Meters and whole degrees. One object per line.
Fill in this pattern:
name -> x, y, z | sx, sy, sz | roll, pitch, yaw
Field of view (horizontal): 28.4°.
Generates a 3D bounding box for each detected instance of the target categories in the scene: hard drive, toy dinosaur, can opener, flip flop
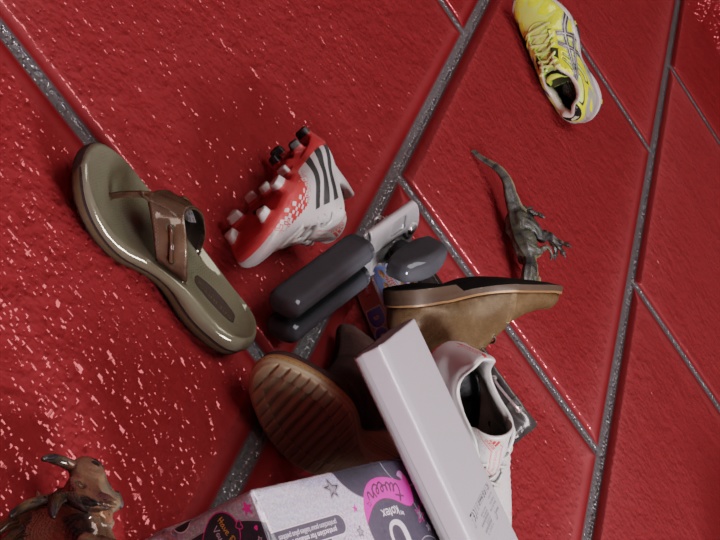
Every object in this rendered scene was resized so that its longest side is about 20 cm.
hard drive -> 0.061, 0.140, 1.050 | 0.201, 0.026, 0.132 | 64, 14, 0
toy dinosaur -> -0.149, 0.170, 0.778 | 0.136, 0.086, 0.200 | 57, -14, -3
can opener -> 0.000, 0.000, 1.195 | 0.066, 0.053, 0.200 | 29, 41, 29
toy dinosaur -> 0.191, -0.051, 1.637 | 0.088, 0.047, 0.201 | 14, 50, -46
flip flop -> -0.136, -0.020, 1.050 | 0.200, 0.057, 0.081 | 50, 30, -21

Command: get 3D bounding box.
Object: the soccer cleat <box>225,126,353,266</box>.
soccer cleat -> -0.052, -0.049, 1.193 | 0.085, 0.068, 0.200 | 48, 26, -15

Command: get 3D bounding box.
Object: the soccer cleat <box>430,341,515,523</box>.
soccer cleat -> 0.100, 0.159, 1.211 | 0.068, 0.085, 0.202 | -15, 98, -31

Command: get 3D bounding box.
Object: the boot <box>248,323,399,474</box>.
boot -> -0.019, 0.097, 1.156 | 0.200, 0.072, 0.167 | 44, 21, -27

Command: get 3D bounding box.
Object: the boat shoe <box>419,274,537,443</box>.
boat shoe -> 0.105, 0.073, 1.346 | 0.067, 0.057, 0.201 | 48, 19, -76

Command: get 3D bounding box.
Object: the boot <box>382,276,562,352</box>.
boot -> 0.104, 0.044, 1.295 | 0.199, 0.073, 0.076 | -7, 95, -35

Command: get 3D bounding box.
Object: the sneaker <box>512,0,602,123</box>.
sneaker -> 0.269, -0.296, 1.952 | 0.201, 0.075, 0.076 | 60, 28, 1

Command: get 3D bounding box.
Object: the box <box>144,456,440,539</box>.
box -> -0.033, 0.210, 0.956 | 0.199, 0.114, 0.133 | 1, 64, -59

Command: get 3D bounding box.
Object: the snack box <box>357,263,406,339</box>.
snack box -> 0.046, 0.077, 1.302 | 0.072, 0.024, 0.201 | -4, 69, -60
